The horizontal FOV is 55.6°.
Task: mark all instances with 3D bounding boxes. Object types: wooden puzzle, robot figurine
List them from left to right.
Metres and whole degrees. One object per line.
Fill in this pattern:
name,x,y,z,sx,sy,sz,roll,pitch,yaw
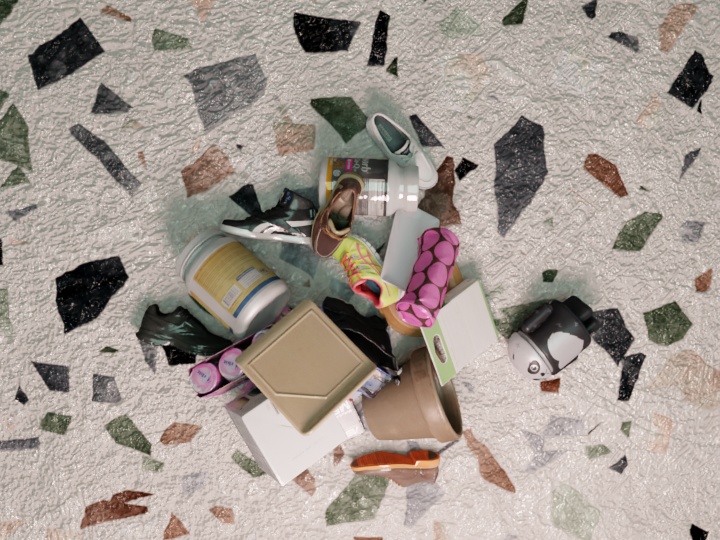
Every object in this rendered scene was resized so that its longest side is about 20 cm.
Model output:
wooden puzzle,-0.099,0.174,1.244,0.200,0.037,0.185,42,66,17
robot figurine,0.410,0.146,1.461,0.200,0.125,0.151,-38,85,-1

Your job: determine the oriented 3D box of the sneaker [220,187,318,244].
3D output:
sneaker,-0.186,-0.119,1.416,0.198,0.073,0.113,6,92,-16

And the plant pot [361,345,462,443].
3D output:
plant pot,0.100,0.276,1.430,0.173,0.200,0.202,-20,97,14

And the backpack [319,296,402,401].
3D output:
backpack,-0.031,0.153,1.383,0.154,0.200,0.190,-43,116,13

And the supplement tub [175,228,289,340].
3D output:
supplement tub,-0.256,0.026,1.363,0.200,0.145,0.145,40,91,14

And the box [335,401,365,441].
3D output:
box,-0.110,0.314,1.474,0.199,0.044,0.161,-24,96,-2

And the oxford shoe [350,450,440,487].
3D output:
oxford shoe,0.076,0.441,1.492,0.198,0.071,0.074,0,101,-5

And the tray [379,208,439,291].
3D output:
tray,0.101,-0.043,1.421,0.107,0.022,0.201,26,59,-19

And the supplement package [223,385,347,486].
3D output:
supplement package,-0.151,0.294,1.329,0.151,0.200,0.151,-32,96,-21

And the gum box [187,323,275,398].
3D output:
gum box,-0.231,0.180,1.340,0.199,0.113,0.067,-28,80,5

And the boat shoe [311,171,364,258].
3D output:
boat shoe,-0.049,-0.094,1.336,0.072,0.072,0.201,22,125,-12

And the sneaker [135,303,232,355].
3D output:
sneaker,-0.362,0.124,1.423,0.198,0.076,0.092,14,87,-9

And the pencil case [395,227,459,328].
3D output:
pencil case,0.130,0.014,1.351,0.093,0.091,0.201,7,55,24

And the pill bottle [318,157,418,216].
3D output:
pill bottle,0.018,-0.170,1.393,0.198,0.116,0.117,2,96,2

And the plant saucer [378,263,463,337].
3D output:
plant saucer,0.130,0.046,1.473,0.198,0.037,0.202,-1,96,-5

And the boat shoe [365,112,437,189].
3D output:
boat shoe,0.087,-0.247,1.425,0.200,0.065,0.074,42,90,-8

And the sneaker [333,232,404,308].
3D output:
sneaker,0.000,0.000,1.405,0.200,0.090,0.078,40,134,12

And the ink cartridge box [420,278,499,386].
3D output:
ink cartridge box,0.197,0.126,1.424,0.199,0.048,0.146,-32,109,-33

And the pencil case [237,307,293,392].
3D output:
pencil case,-0.199,0.167,1.435,0.200,0.083,0.087,-46,59,1
